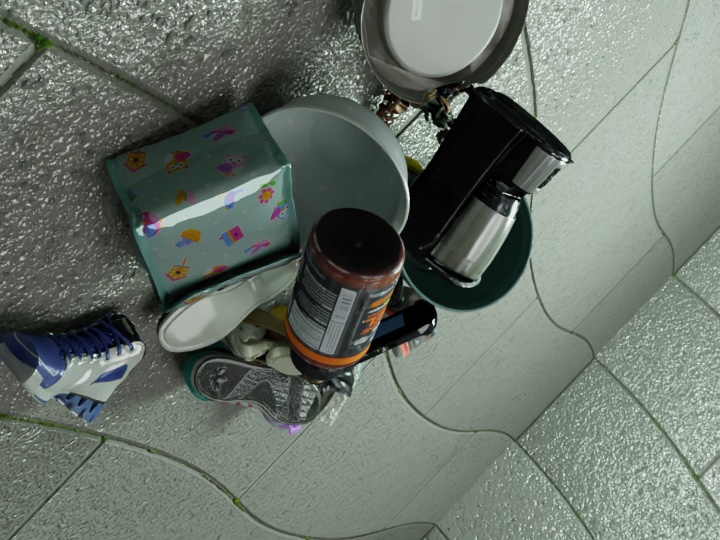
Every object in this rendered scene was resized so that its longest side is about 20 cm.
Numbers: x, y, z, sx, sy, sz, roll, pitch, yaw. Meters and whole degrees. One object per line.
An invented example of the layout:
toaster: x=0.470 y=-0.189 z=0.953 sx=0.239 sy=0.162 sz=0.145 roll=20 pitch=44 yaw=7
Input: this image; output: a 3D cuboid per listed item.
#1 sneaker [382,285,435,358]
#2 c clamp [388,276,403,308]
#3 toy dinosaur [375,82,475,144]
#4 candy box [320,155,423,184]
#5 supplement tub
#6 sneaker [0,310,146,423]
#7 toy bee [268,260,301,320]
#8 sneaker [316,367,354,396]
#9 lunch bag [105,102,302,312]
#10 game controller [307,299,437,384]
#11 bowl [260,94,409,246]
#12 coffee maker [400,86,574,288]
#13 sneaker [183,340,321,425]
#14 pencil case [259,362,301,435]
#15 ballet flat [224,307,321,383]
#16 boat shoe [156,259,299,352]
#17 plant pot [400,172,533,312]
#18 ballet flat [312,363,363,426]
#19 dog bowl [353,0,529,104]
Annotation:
sneaker: x=0.065 y=0.057 z=1.267 sx=0.081 sy=0.201 sz=0.078 roll=-21 pitch=124 yaw=-2
c clamp: x=0.000 y=0.000 z=1.128 sx=0.027 sy=0.173 sz=0.198 roll=-30 pitch=153 yaw=31
toy dinosaur: x=0.086 y=-0.230 z=1.041 sx=0.198 sy=0.104 sz=0.135 roll=-17 pitch=152 yaw=33
candy box: x=0.005 y=-0.119 z=1.093 sx=0.102 sy=0.027 sz=0.199 roll=-41 pitch=159 yaw=19
supplement tub: x=-0.025 y=0.035 z=0.933 sx=0.106 sy=0.107 sz=0.202 roll=-24 pitch=150 yaw=-36
sneaker: x=-0.302 y=0.087 z=0.910 sx=0.115 sy=0.080 sz=0.200 roll=-45 pitch=161 yaw=-9
toy bee: x=-0.070 y=0.044 z=1.146 sx=0.129 sy=0.199 sz=0.111 roll=-23 pitch=110 yaw=-28
sneaker: x=-0.026 y=0.128 z=1.300 sx=0.200 sy=0.074 sz=0.116 roll=-12 pitch=113 yaw=-70
lunch bag: x=-0.152 y=-0.043 z=0.873 sx=0.168 sy=0.123 sz=0.202 roll=-24 pitch=145 yaw=-16
game controller: x=0.012 y=0.095 z=1.129 sx=0.197 sy=0.043 sz=0.104 roll=-25 pitch=-178 yaw=5
bowl: x=-0.027 y=-0.120 z=0.934 sx=0.203 sy=0.198 sz=0.091 roll=101 pitch=12 yaw=-48
coffee maker: x=0.118 y=-0.112 z=0.990 sx=0.201 sy=0.190 sz=0.135 roll=-56 pitch=-171 yaw=20
sneaker: x=-0.158 y=0.153 z=1.142 sx=0.198 sy=0.120 sz=0.085 roll=24 pitch=84 yaw=-33
pencil case: x=-0.111 y=0.162 z=1.275 sx=0.083 sy=0.086 sz=0.202 roll=-29 pitch=150 yaw=-25
ballet flat: x=-0.113 y=0.092 z=1.056 sx=0.063 sy=0.197 sz=0.070 roll=-36 pitch=132 yaw=-52
boat shoe: x=-0.168 y=0.025 z=1.030 sx=0.199 sy=0.060 sz=0.075 roll=-37 pitch=133 yaw=-21
plant pot: x=0.122 y=-0.051 z=1.169 sx=0.200 sy=0.201 sz=0.134 roll=-41 pitch=-167 yaw=-9
ballet flat: x=-0.050 y=0.198 z=1.441 sx=0.071 sy=0.072 sz=0.202 roll=-19 pitch=142 yaw=-42
dog bowl: x=0.081 y=-0.283 z=0.898 sx=0.197 sy=0.059 sz=0.203 roll=-13 pitch=127 yaw=-18
